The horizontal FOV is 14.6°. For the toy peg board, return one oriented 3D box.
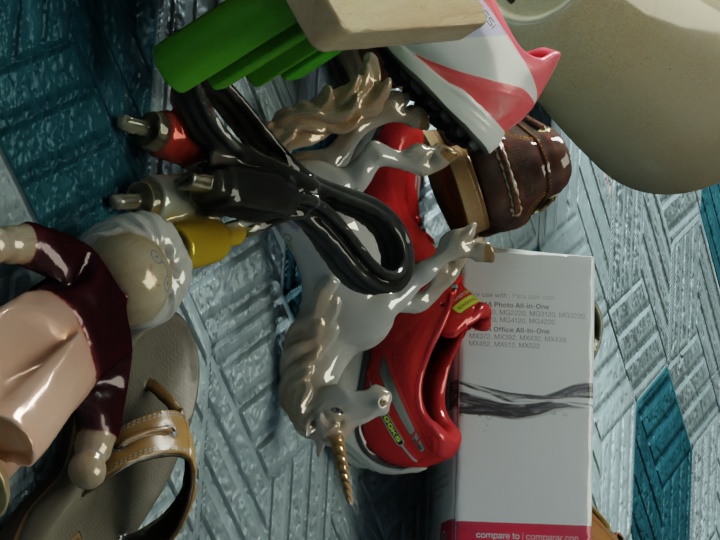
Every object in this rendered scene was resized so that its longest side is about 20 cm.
[{"bbox_3d":[-0.056,-0.176,1.316,0.200,0.098,0.200,62,21,5],"label":"toy peg board"}]

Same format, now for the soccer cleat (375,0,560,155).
[{"bbox_3d":[0.022,-0.150,1.462,0.073,0.068,0.200,-46,111,-6],"label":"soccer cleat"}]

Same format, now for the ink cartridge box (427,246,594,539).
[{"bbox_3d":[0.086,0.094,1.624,0.145,0.083,0.201,116,-24,-81],"label":"ink cartridge box"}]

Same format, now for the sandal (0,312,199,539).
[{"bbox_3d":[-0.104,0.094,1.232,0.200,0.054,0.082,-61,144,-52],"label":"sandal"}]

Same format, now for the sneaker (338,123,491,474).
[{"bbox_3d":[0.032,0.012,1.548,0.077,0.084,0.201,15,75,-69],"label":"sneaker"}]

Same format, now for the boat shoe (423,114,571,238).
[{"bbox_3d":[0.078,-0.054,1.596,0.200,0.070,0.071,-134,-157,-81],"label":"boat shoe"}]

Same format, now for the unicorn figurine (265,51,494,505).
[{"bbox_3d":[0.000,0.000,1.465,0.201,0.137,0.074,64,-15,-5],"label":"unicorn figurine"}]

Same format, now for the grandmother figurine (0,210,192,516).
[{"bbox_3d":[-0.125,0.033,1.176,0.200,0.060,0.122,-51,138,-57],"label":"grandmother figurine"}]

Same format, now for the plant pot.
[{"bbox_3d":[0.165,-0.169,1.815,0.200,0.187,0.188,27,63,-51],"label":"plant pot"}]

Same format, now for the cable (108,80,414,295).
[{"bbox_3d":[-0.048,-0.038,1.358,0.200,0.050,0.098,15,64,-56],"label":"cable"}]

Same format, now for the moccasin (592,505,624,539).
[{"bbox_3d":[0.145,0.194,1.801,0.201,0.074,0.078,45,27,-16],"label":"moccasin"}]

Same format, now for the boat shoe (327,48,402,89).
[{"bbox_3d":[0.008,-0.184,1.511,0.076,0.073,0.201,-69,150,-45],"label":"boat shoe"}]

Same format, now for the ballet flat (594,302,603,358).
[{"bbox_3d":[0.108,0.068,1.767,0.068,0.063,0.200,60,29,-16],"label":"ballet flat"}]
